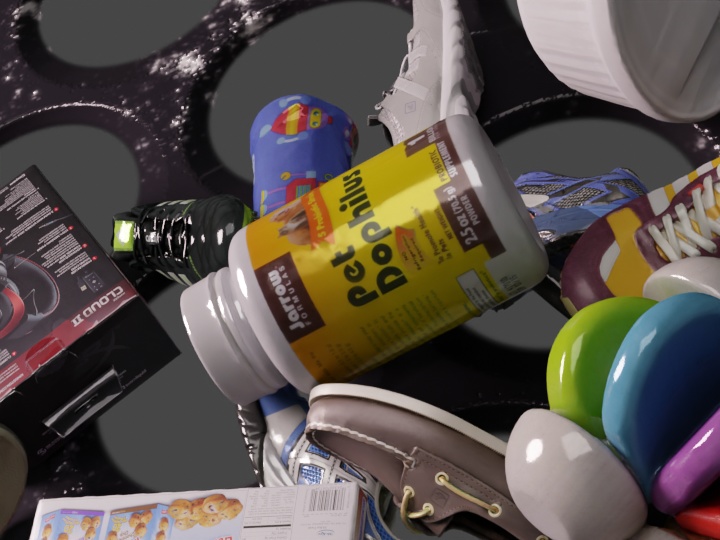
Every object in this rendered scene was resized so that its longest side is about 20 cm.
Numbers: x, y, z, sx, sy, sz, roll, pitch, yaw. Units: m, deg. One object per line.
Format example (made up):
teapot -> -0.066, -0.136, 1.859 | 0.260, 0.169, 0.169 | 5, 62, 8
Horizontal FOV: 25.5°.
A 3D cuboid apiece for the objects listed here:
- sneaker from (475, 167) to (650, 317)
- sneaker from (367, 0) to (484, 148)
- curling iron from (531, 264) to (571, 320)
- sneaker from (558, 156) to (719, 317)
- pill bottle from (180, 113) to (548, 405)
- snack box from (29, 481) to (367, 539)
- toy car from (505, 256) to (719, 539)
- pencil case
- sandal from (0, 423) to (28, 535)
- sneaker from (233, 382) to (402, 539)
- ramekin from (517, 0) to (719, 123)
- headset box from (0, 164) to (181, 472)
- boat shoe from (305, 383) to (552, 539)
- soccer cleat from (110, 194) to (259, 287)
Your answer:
sneaker -> 0.098, -0.023, 1.025 | 0.199, 0.076, 0.079 | -3, 43, 12
sneaker -> 0.041, -0.126, 1.120 | 0.082, 0.075, 0.201 | -10, 51, 14
curling iron -> 0.139, 0.032, 0.937 | 0.200, 0.050, 0.026 | 44, 119, 20
sneaker -> 0.199, -0.031, 0.919 | 0.200, 0.090, 0.075 | -31, 78, -29
pill bottle -> 0.000, 0.000, 0.920 | 0.199, 0.109, 0.110 | -28, 47, 10
snack box -> -0.096, 0.160, 0.895 | 0.199, 0.024, 0.072 | -5, 54, 17
toy car -> 0.185, 0.090, 0.799 | 0.175, 0.150, 0.200 | -43, 88, -19
pencil case -> -0.038, -0.025, 1.072 | 0.078, 0.087, 0.201 | 3, 52, -6
sandal -> -0.276, 0.188, 1.006 | 0.201, 0.080, 0.057 | -56, 34, -11
sneaker -> -0.021, 0.127, 0.954 | 0.077, 0.076, 0.200 | -24, 57, -5
ramekin -> 0.186, -0.200, 1.043 | 0.094, 0.203, 0.203 | 10, 57, 45
headset box -> -0.231, 0.039, 1.108 | 0.148, 0.075, 0.200 | -38, 48, -8
boat shoe -> 0.057, 0.122, 0.885 | 0.199, 0.072, 0.060 | 22, 68, 4
soccer cleat -> -0.119, -0.017, 1.048 | 0.081, 0.200, 0.068 | 5, 90, -18
